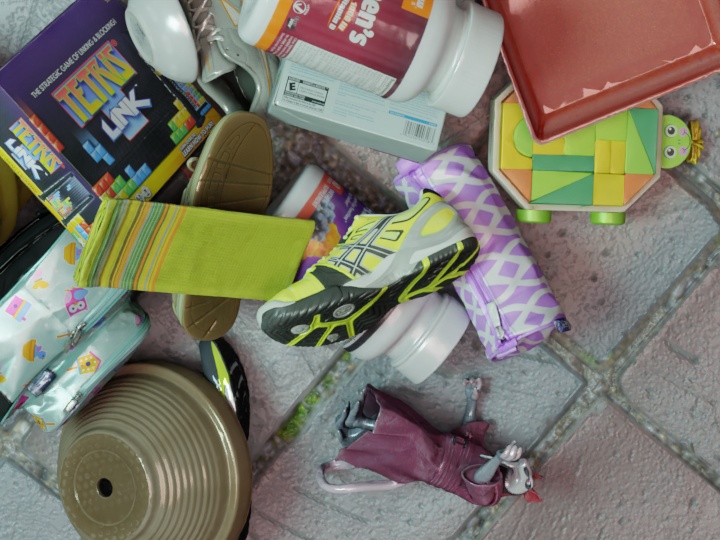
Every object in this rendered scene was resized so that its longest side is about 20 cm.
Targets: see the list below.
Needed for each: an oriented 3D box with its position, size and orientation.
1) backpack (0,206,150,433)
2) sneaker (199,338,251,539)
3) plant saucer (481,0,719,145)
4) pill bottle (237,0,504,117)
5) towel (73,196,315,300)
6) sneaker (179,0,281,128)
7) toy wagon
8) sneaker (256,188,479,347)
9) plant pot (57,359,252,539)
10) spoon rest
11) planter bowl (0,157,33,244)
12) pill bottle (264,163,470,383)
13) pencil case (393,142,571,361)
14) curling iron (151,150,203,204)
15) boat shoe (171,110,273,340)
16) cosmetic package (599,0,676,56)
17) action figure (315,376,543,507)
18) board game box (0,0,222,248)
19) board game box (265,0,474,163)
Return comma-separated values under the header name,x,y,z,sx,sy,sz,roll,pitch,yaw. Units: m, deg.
name,x,y,z,sx,sy,sz,roll,pitch,yaw
backpack,-0.267,0.033,1.730,0.153,0.176,0.201,36,91,-10
sneaker,-0.144,0.159,1.813,0.080,0.074,0.202,1,101,4
plant saucer,0.204,-0.237,1.683,0.198,0.037,0.202,-22,104,1
pill bottle,0.009,-0.202,1.597,0.198,0.110,0.111,20,102,-13
towel,-0.135,-0.014,1.637,0.198,0.018,0.087,6,124,-32
sneaker,-0.120,-0.208,1.706,0.075,0.092,0.201,-25,102,35
toy wagon,0.213,-0.119,1.749,0.198,0.040,0.157,1,94,-7
sneaker,0.000,0.000,1.673,0.198,0.076,0.077,-24,64,-12
plant pot,-0.203,0.185,1.765,0.199,0.092,0.203,3,96,27
spoon rest,-0.189,-0.251,1.701,0.060,0.099,0.201,-29,78,-18
planter bowl,-0.331,-0.113,1.720,0.083,0.200,0.202,-24,104,-30
pill bottle,-0.002,0.008,1.755,0.199,0.112,0.112,39,100,-8
pencil case,0.103,-0.014,1.734,0.084,0.085,0.201,-39,74,38
curling iron,-0.144,-0.073,1.717,0.025,0.200,0.050,-7,118,47
boat shoe,-0.128,-0.043,1.694,0.073,0.063,0.202,8,104,-31
cosmetic package,0.232,-0.312,1.714,0.150,0.052,0.201,28,101,-9
action figure,0.073,0.177,1.783,0.198,0.134,0.150,25,107,-6
board game box,-0.225,-0.134,1.679,0.057,0.200,0.166,-33,104,36
board game box,0.016,-0.211,1.692,0.146,0.064,0.202,16,81,-6
